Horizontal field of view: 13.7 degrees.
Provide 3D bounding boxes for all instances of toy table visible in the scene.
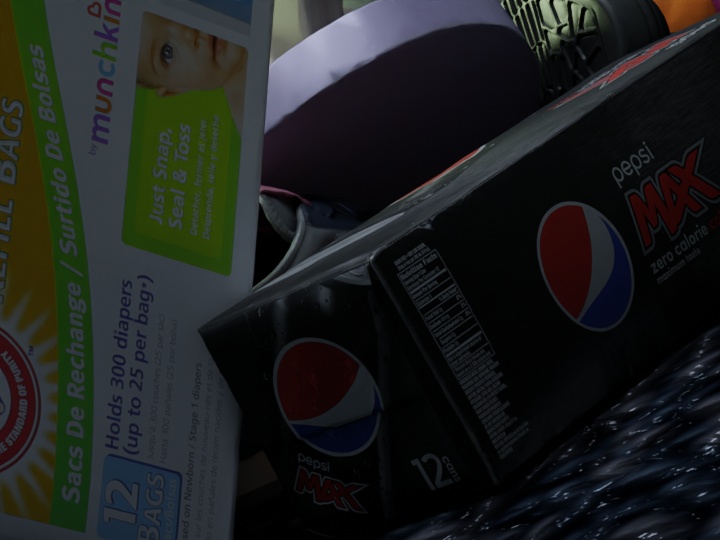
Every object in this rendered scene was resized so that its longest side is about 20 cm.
[{"bbox_3d":[-0.043,-0.045,0.954,0.200,0.117,0.184,-43,-31,19],"label":"toy table"}]

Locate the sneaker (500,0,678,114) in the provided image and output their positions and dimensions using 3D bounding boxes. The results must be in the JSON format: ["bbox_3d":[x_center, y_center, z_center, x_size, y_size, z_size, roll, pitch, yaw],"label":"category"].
[{"bbox_3d":[0.086,-0.057,0.992,0.104,0.060,0.200,-10,-11,-21],"label":"sneaker"}]

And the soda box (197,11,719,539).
[{"bbox_3d":[0.052,-0.006,0.777,0.071,0.063,0.200,-23,7,44],"label":"soda box"}]

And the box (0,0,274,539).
[{"bbox_3d":[-0.097,-0.013,0.762,0.112,0.201,0.101,17,-24,-33],"label":"box"}]

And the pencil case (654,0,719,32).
[{"bbox_3d":[0.178,-0.127,1.183,0.200,0.089,0.088,-25,6,30],"label":"pencil case"}]

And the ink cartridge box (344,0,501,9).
[{"bbox_3d":[0.068,-0.156,1.408,0.145,0.200,0.145,-26,3,17],"label":"ink cartridge box"}]

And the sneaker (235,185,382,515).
[{"bbox_3d":[0.000,0.000,0.883,0.070,0.082,0.200,-23,7,45],"label":"sneaker"}]
